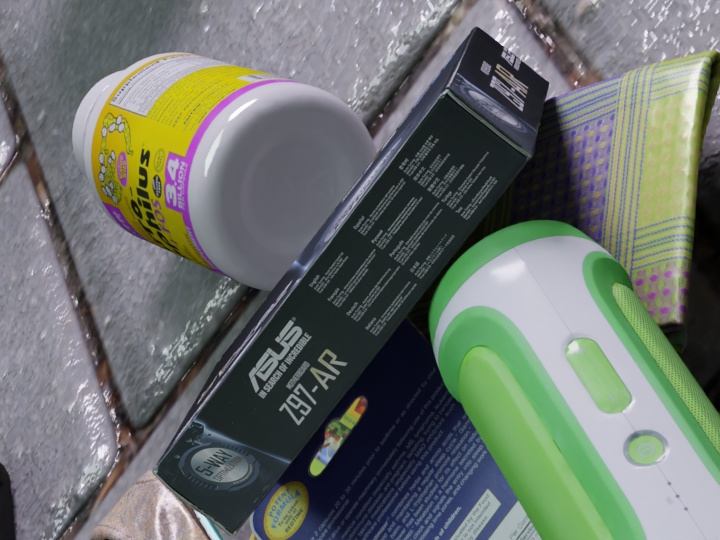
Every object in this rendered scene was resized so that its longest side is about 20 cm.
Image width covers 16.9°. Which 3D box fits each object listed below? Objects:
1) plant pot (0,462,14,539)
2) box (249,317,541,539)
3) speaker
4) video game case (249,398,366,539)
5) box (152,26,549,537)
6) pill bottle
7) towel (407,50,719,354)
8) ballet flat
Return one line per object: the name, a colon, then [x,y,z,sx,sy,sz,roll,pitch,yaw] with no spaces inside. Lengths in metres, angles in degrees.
plant pot: [-0.302,0.172,1.356,0.177,0.200,0.200,-36,40,21]
box: [0.043,0.121,0.975,0.121,0.032,0.200,-54,51,14]
speaker: [0.097,0.073,0.883,0.089,0.088,0.200,-50,45,21]
video game case: [0.035,0.087,1.072,0.200,0.023,0.183,28,92,58]
box: [0.000,0.000,1.008,0.200,0.043,0.160,-52,3,16]
pill bottle: [-0.079,-0.057,1.263,0.200,0.104,0.105,21,85,59]
towel: [0.075,-0.009,1.040,0.200,0.023,0.144,-22,50,46]
ballet flat: [-0.067,0.166,1.099,0.067,0.068,0.200,-34,38,-10]
